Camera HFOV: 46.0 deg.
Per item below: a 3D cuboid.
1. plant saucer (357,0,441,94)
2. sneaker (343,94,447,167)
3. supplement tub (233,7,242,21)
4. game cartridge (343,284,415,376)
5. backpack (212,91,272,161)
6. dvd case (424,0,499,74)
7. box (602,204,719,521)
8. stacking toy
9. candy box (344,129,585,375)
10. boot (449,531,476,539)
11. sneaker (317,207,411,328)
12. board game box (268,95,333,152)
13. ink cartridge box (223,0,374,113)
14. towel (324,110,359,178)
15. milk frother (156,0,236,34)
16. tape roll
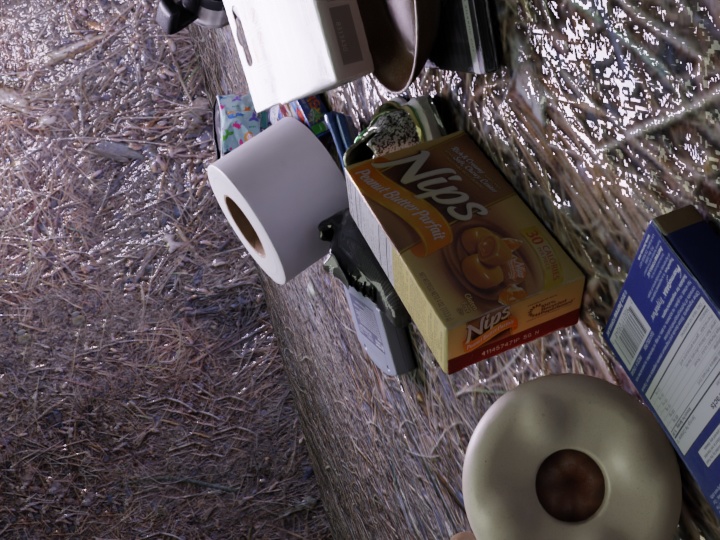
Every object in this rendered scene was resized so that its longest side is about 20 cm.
[{"bbox_3d":[0.023,-0.250,0.699,0.200,0.036,0.204,163,91,-79],"label":"plant saucer"},{"bbox_3d":[0.018,-0.128,0.841,0.200,0.087,0.078,-171,62,-77],"label":"sneaker"},{"bbox_3d":[-0.086,-0.358,0.901,0.201,0.121,0.124,100,149,-65],"label":"supplement tub"},{"bbox_3d":[0.025,0.078,1.236,0.200,0.040,0.136,-146,43,-71],"label":"game cartridge"},{"bbox_3d":[-0.185,-0.213,1.472,0.179,0.148,0.202,82,170,-54],"label":"backpack"},{"bbox_3d":[0.054,-0.241,0.692,0.200,0.016,0.151,-137,32,-68],"label":"dvd case"},{"bbox_3d":[0.203,0.080,0.449,0.122,0.032,0.202,90,160,-56],"label":"box"},{"bbox_3d":[0.149,0.157,0.645,0.200,0.144,0.148,54,-165,-78],"label":"stacking toy"},{"bbox_3d":[0.075,-0.024,0.675,0.056,0.114,0.201,85,162,-44],"label":"candy box"},{"bbox_3d":[0.164,0.441,1.049,0.202,0.070,0.146,55,157,39],"label":"boot"},{"bbox_3d":[0.000,0.000,1.104,0.067,0.089,0.202,89,159,-57],"label":"sneaker"},{"bbox_3d":[-0.092,-0.224,1.283,0.137,0.034,0.200,62,166,9],"label":"board game box"},{"bbox_3d":[-0.069,-0.248,0.819,0.199,0.049,0.164,3,111,63],"label":"ink cartridge box"},{"bbox_3d":[-0.003,-0.110,0.984,0.200,0.023,0.149,-59,-49,-82],"label":"towel"},{"bbox_3d":[-0.287,-0.518,1.422,0.188,0.178,0.203,-173,62,-76],"label":"milk frother"},{"bbox_3d":[-0.113,-0.101,1.238,0.203,0.138,0.204,50,163,21],"label":"tape roll"}]
